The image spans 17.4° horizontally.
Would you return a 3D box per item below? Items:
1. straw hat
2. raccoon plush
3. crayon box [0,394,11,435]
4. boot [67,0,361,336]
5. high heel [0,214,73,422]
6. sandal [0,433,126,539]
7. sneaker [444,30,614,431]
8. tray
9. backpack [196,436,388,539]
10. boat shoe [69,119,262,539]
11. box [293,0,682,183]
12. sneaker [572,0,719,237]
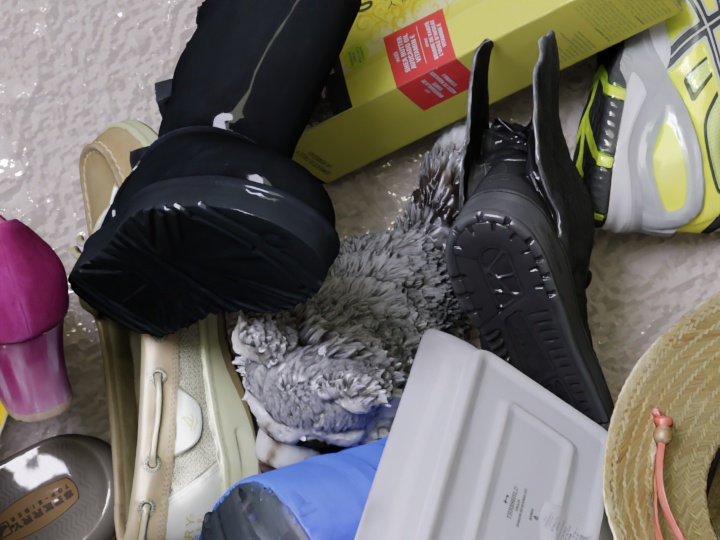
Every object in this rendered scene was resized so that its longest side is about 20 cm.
[{"bbox_3d":[0.180,0.103,0.985,0.201,0.085,0.201,6,64,-13],"label":"straw hat"},{"bbox_3d":[0.000,0.000,1.022,0.097,0.134,0.200,8,72,10],"label":"raccoon plush"},{"bbox_3d":[-0.243,0.085,1.031,0.200,0.052,0.126,-4,32,10],"label":"crayon box"},{"bbox_3d":[-0.042,-0.062,0.962,0.073,0.198,0.163,33,68,-17],"label":"boot"},{"bbox_3d":[-0.178,-0.019,1.036,0.067,0.096,0.200,-17,34,-14],"label":"high heel"},{"bbox_3d":[-0.190,0.138,1.041,0.200,0.055,0.082,-32,70,-4],"label":"sandal"},{"bbox_3d":[0.078,0.007,1.021,0.060,0.200,0.104,-6,30,18],"label":"sneaker"},{"bbox_3d":[0.056,0.096,0.899,0.107,0.200,0.022,35,122,-8],"label":"tray"},{"bbox_3d":[0.023,0.170,0.946,0.168,0.163,0.200,-15,58,-42],"label":"backpack"},{"bbox_3d":[-0.099,0.027,1.053,0.063,0.073,0.201,-7,74,-27],"label":"boat shoe"},{"bbox_3d":[0.040,-0.112,1.063,0.200,0.050,0.075,-23,60,22],"label":"box"},{"bbox_3d":[0.150,-0.107,1.084,0.076,0.075,0.200,14,77,-6],"label":"sneaker"}]
